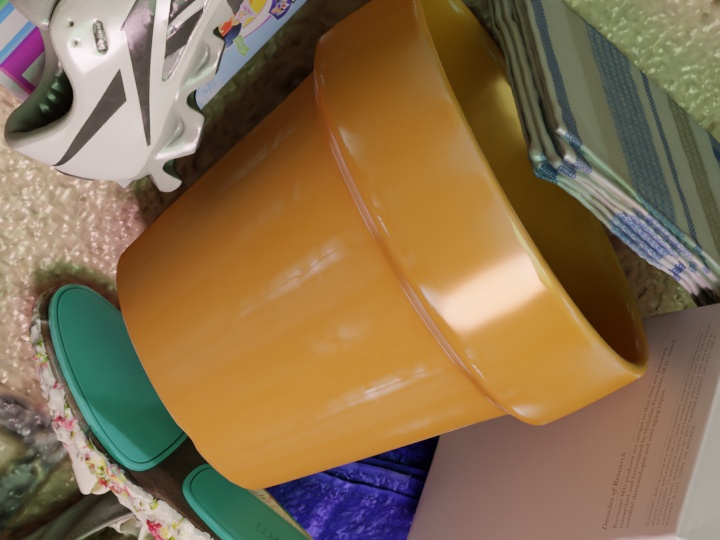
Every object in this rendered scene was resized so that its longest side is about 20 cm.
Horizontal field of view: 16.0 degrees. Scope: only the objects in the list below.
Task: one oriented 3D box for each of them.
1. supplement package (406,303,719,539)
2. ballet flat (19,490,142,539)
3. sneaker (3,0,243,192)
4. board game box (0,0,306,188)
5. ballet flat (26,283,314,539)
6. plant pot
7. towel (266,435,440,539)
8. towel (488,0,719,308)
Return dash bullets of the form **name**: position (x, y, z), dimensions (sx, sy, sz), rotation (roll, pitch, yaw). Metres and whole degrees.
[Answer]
- **supplement package**: position (0.135, 0.102, 1.201), dimensions (0.121, 0.200, 0.120), rotation (32, 64, -29)
- **ballet flat**: position (-0.154, 0.162, 1.220), dimensions (0.200, 0.064, 0.067), rotation (-37, 124, -1)
- **sneaker**: position (-0.095, -0.126, 1.041), dimensions (0.088, 0.074, 0.201), rotation (5, 114, -27)
- **board game box**: position (-0.125, -0.145, 1.084), dimensions (0.134, 0.034, 0.200), rotation (-45, 124, 6)
- **ballet flat**: position (-0.093, 0.098, 1.169), dimensions (0.064, 0.200, 0.076), rotation (-45, 172, 38)
- **plant pot**: position (0.000, 0.000, 1.135), dimensions (0.183, 0.201, 0.200), rotation (-29, 126, 14)
- **towel**: position (0.010, 0.148, 1.290), dimensions (0.199, 0.050, 0.148), rotation (16, 109, -29)
- **towel**: position (0.133, -0.047, 1.184), dimensions (0.024, 0.147, 0.200), rotation (-36, 129, 23)
